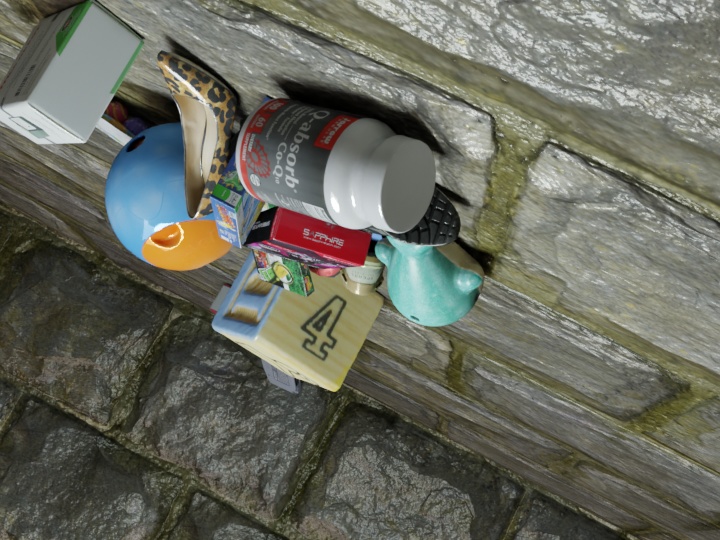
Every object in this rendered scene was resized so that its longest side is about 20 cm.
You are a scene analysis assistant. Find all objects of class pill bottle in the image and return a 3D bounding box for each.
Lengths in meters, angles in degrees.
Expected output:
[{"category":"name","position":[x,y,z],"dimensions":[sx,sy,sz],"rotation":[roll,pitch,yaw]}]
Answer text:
[{"category":"pill bottle","position":[-0.026,-0.109,1.035],"dimensions":[0.199,0.117,0.116],"rotation":[19,164,36]}]

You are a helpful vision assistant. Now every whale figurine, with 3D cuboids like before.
[{"category":"whale figurine","position":[0.080,0.003,1.266],"dimensions":[0.158,0.104,0.200],"rotation":[19,163,26]}]

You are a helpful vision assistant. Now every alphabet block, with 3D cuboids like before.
[{"category":"alphabet block","position":[-0.114,0.076,1.776],"dimensions":[0.199,0.198,0.195],"rotation":[36,167,-30]}]

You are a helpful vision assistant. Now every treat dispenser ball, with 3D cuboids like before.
[{"category":"treat dispenser ball","position":[-0.248,-0.102,1.353],"dimensions":[0.200,0.202,0.201],"rotation":[27,168,6]}]

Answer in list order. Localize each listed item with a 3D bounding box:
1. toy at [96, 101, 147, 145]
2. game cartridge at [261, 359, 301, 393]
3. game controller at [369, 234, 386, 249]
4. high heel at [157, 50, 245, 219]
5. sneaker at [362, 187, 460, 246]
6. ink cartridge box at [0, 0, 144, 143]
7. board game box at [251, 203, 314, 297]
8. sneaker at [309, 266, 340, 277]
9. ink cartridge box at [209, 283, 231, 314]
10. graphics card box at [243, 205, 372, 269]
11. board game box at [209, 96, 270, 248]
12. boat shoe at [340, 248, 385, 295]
[{"category":"toy","position":[-0.368,-0.225,1.485],"dimensions":[0.199,0.047,0.115],"rotation":[29,171,15]},{"category":"game cartridge","position":[-0.264,0.310,3.231],"dimensions":[0.132,0.041,0.201],"rotation":[19,138,23]},{"category":"game controller","position":[0.000,-0.069,1.308],"dimensions":[0.104,0.042,0.200],"rotation":[26,168,13]},{"category":"high heel","position":[-0.203,-0.156,1.172],"dimensions":[0.071,0.143,0.200],"rotation":[21,165,36]},{"category":"sneaker","position":[0.030,-0.075,1.160],"dimensions":[0.198,0.076,0.088],"rotation":[18,176,19]},{"category":"ink cartridge box","position":[-0.364,-0.237,1.203],"dimensions":[0.084,0.147,0.199],"rotation":[34,167,-31]},{"category":"board game box","position":[-0.130,-0.058,1.467],"dimensions":[0.104,0.023,0.201],"rotation":[17,134,34]},{"category":"sneaker","position":[-0.108,-0.053,1.546],"dimensions":[0.199,0.071,0.098],"rotation":[19,160,42]},{"category":"ink cartridge box","position":[-0.277,0.129,2.603],"dimensions":[0.144,0.084,0.200],"rotation":[18,164,38]},{"category":"graphics card box","position":[-0.075,-0.042,1.300],"dimensions":[0.124,0.051,0.200],"rotation":[16,175,-18]},{"category":"board game box","position":[-0.132,-0.114,1.204],"dimensions":[0.034,0.136,0.200],"rotation":[27,168,1]},{"category":"boat shoe","position":[0.000,0.000,1.431],"dimensions":[0.073,0.067,0.200],"rotation":[13,-177,3]}]
